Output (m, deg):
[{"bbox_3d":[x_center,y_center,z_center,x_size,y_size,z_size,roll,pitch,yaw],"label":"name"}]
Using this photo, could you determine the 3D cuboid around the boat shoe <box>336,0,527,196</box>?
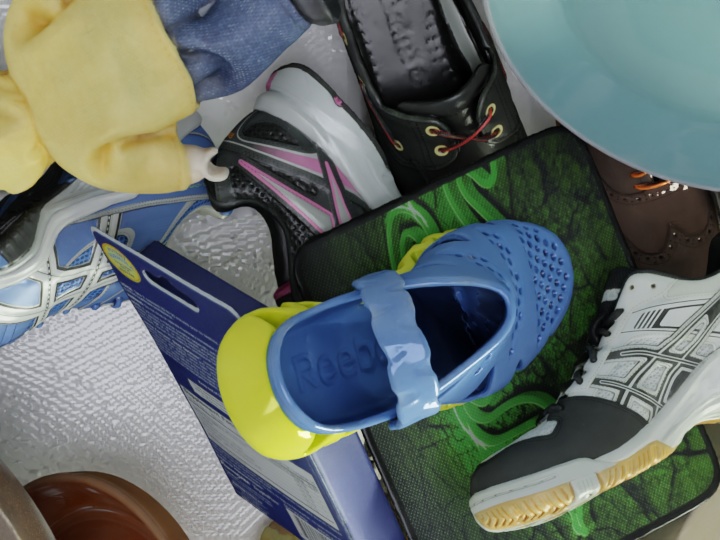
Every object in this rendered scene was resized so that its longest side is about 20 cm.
[{"bbox_3d":[0.038,-0.083,0.782,0.073,0.063,0.203,-25,108,2],"label":"boat shoe"}]

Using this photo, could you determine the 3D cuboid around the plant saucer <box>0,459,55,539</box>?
[{"bbox_3d":[-0.204,0.142,0.791,0.199,0.032,0.202,24,131,31],"label":"plant saucer"}]

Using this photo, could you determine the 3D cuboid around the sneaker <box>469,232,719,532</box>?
[{"bbox_3d":[0.124,0.047,0.739,0.199,0.076,0.088,-28,82,-17],"label":"sneaker"}]

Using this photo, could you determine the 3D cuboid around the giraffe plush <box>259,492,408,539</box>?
[{"bbox_3d":[0.020,0.239,0.840,0.162,0.172,0.201,44,73,-38],"label":"giraffe plush"}]

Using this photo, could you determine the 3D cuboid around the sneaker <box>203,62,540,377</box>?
[{"bbox_3d":[0.000,0.000,0.788,0.086,0.080,0.200,-44,94,-10],"label":"sneaker"}]

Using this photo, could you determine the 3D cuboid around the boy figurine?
[{"bbox_3d":[-0.105,-0.086,0.700,0.199,0.064,0.125,-31,97,10],"label":"boy figurine"}]

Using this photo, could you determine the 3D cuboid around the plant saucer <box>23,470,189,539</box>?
[{"bbox_3d":[-0.136,0.204,0.814,0.032,0.199,0.202,0,114,-49],"label":"plant saucer"}]

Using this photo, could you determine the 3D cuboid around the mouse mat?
[{"bbox_3d":[0.073,0.050,0.758,0.160,0.008,0.202,-25,94,-13],"label":"mouse mat"}]

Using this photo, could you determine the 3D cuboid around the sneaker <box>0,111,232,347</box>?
[{"bbox_3d":[-0.143,-0.004,0.767,0.200,0.076,0.077,-41,116,-12],"label":"sneaker"}]

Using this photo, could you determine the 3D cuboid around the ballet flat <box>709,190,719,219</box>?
[{"bbox_3d":[0.215,-0.016,0.808,0.046,0.068,0.201,-19,114,22],"label":"ballet flat"}]

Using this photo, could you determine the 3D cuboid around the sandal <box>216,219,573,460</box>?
[{"bbox_3d":[0.036,0.025,0.674,0.087,0.199,0.080,-19,95,44],"label":"sandal"}]

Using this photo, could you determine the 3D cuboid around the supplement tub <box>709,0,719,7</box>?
[{"bbox_3d":[0.155,-0.193,0.711,0.199,0.145,0.145,35,102,-13],"label":"supplement tub"}]

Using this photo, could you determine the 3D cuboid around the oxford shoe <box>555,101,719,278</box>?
[{"bbox_3d":[0.132,-0.062,0.787,0.071,0.073,0.201,-27,107,5],"label":"oxford shoe"}]

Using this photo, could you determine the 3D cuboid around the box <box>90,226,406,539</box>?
[{"bbox_3d":[-0.049,0.061,0.756,0.032,0.121,0.201,-42,134,-20],"label":"box"}]

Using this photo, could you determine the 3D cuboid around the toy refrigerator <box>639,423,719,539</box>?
[{"bbox_3d":[0.170,0.156,0.816,0.076,0.070,0.201,39,69,-15],"label":"toy refrigerator"}]

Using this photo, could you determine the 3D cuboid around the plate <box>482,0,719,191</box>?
[{"bbox_3d":[0.148,-0.109,0.674,0.198,0.026,0.201,20,147,13],"label":"plate"}]
